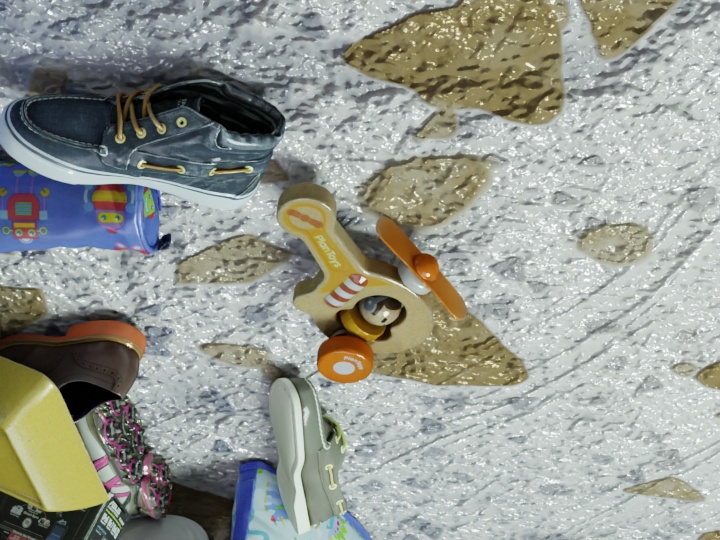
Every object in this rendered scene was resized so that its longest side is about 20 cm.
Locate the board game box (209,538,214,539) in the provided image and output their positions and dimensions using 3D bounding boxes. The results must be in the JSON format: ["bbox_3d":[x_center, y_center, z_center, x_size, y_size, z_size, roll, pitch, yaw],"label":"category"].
[{"bbox_3d":[-0.266,0.336,1.824,0.199,0.103,0.105,11,143,-9],"label":"board game box"}]

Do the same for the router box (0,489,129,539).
[{"bbox_3d":[-0.342,0.255,1.627,0.200,0.150,0.062,17,156,22],"label":"router box"}]

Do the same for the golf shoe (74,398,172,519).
[{"bbox_3d":[-0.246,0.181,1.637,0.092,0.073,0.200,-1,144,10],"label":"golf shoe"}]

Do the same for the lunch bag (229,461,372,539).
[{"bbox_3d":[-0.077,0.309,1.712,0.127,0.170,0.200,-11,142,19],"label":"lunch bag"}]

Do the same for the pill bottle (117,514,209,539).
[{"bbox_3d":[-0.196,0.354,1.700,0.112,0.112,0.201,0,115,6],"label":"pill bottle"}]

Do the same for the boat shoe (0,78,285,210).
[{"bbox_3d":[-0.156,-0.107,1.242,0.200,0.071,0.091,11,143,-20],"label":"boat shoe"}]

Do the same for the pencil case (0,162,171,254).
[{"bbox_3d":[-0.248,-0.049,1.320,0.199,0.087,0.078,-1,100,7],"label":"pencil case"}]

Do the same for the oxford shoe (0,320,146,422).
[{"bbox_3d":[-0.281,0.100,1.526,0.200,0.073,0.071,-17,140,33],"label":"oxford shoe"}]

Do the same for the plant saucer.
[{"bbox_3d":[-0.340,0.139,1.537,0.200,0.048,0.200,19,146,24],"label":"plant saucer"}]

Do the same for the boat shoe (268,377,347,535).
[{"bbox_3d":[-0.045,0.167,1.603,0.060,0.072,0.202,-17,136,-14],"label":"boat shoe"}]

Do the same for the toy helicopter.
[{"bbox_3d":[0.000,0.000,1.363,0.132,0.079,0.200,-13,137,22],"label":"toy helicopter"}]
